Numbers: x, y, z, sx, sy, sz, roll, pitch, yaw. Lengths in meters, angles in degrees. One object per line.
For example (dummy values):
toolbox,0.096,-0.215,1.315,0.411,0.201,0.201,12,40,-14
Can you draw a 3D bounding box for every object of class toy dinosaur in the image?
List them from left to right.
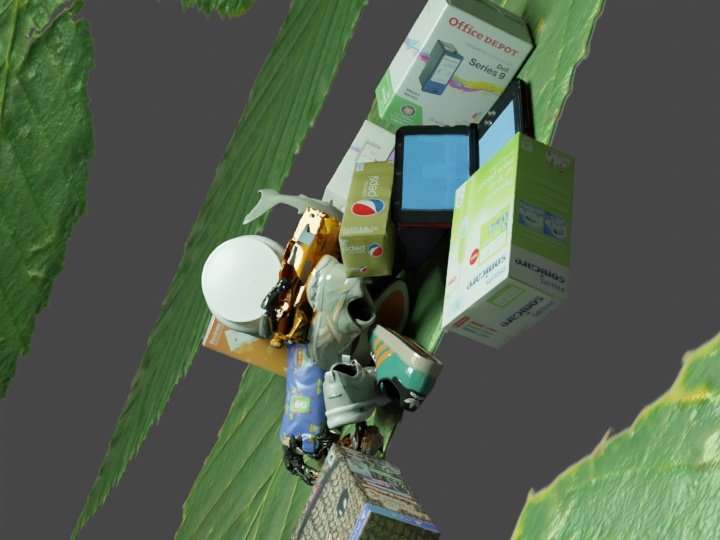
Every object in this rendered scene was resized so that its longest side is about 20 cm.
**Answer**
toy dinosaur,-0.035,0.278,1.539,0.135,0.102,0.201,39,106,25

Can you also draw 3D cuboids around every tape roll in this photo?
tape roll,0.076,-0.104,1.693,0.201,0.065,0.201,-54,23,35

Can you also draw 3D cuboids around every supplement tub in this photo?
supplement tub,-0.154,0.026,1.704,0.200,0.143,0.146,41,-112,-79

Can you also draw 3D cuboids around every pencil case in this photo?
pencil case,-0.080,0.179,1.720,0.078,0.086,0.202,28,-116,-73

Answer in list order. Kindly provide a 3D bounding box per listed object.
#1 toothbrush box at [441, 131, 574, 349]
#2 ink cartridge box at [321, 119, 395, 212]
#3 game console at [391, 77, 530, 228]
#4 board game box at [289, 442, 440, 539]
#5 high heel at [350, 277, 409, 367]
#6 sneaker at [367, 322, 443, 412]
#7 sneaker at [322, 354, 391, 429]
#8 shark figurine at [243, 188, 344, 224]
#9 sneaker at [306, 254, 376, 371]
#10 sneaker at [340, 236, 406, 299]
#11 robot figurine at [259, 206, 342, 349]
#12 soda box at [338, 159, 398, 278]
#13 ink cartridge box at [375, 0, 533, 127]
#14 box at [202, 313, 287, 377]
toothbrush box,0.173,-0.033,1.315,0.146,0.085,0.202,-43,33,53
ink cartridge box,0.002,-0.159,1.847,0.201,0.067,0.117,-61,-3,-34
game console,0.134,-0.160,1.506,0.173,0.118,0.201,-51,26,43
board game box,-0.002,0.334,1.387,0.161,0.096,0.200,-66,18,7
high heel,0.010,0.086,1.664,0.201,0.067,0.096,-64,24,17
sneaker,0.044,0.128,1.519,0.081,0.071,0.200,-64,20,4
sneaker,-0.003,0.150,1.527,0.200,0.074,0.083,-31,-73,-78
shark figurine,-0.061,-0.060,1.680,0.127,0.214,0.090,-11,62,39
sneaker,-0.022,0.076,1.565,0.076,0.091,0.201,-50,-30,-38
sneaker,0.000,0.000,1.641,0.091,0.075,0.200,55,143,19
robot figurine,-0.078,0.018,1.586,0.145,0.058,0.202,23,-93,-68
soda box,0.016,-0.073,1.538,0.201,0.063,0.068,-79,-18,-55
ink cartridge box,0.131,-0.288,1.609,0.201,0.144,0.088,-57,22,30
box,-0.148,0.100,1.867,0.097,0.198,0.126,172,118,-81
